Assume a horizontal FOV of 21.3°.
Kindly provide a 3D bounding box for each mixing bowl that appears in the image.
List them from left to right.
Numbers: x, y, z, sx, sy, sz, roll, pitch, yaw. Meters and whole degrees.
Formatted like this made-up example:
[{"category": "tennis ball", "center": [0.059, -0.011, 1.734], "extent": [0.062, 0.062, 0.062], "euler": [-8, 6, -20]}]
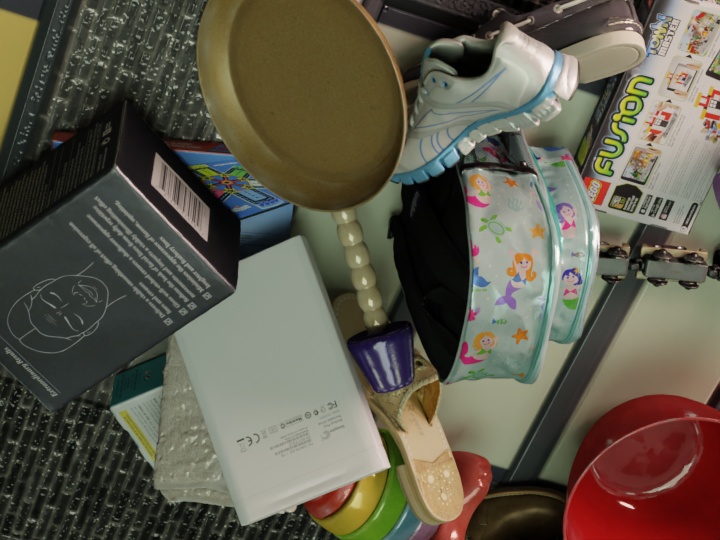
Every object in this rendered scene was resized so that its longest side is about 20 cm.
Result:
[{"category": "mixing bowl", "center": [0.263, 0.185, 1.691], "extent": [0.199, 0.109, 0.201], "euler": [-4, 119, -7]}]

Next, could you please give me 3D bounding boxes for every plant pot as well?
[{"category": "plant pot", "center": [-0.041, -0.142, 1.464], "extent": [0.199, 0.027, 0.201], "euler": [20, 126, 31]}]

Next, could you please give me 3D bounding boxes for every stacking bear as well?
[{"category": "stacking bear", "center": [-0.005, 0.183, 1.668], "extent": [0.199, 0.114, 0.122], "euler": [25, 82, -30]}]

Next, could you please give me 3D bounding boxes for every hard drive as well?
[{"category": "hard drive", "center": [-0.070, 0.089, 1.558], "extent": [0.131, 0.027, 0.201], "euler": [-23, 80, 14]}]

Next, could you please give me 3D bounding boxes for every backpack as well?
[{"category": "backpack", "center": [0.105, -0.007, 1.508], "extent": [0.150, 0.200, 0.178], "euler": [4, 123, -8]}]

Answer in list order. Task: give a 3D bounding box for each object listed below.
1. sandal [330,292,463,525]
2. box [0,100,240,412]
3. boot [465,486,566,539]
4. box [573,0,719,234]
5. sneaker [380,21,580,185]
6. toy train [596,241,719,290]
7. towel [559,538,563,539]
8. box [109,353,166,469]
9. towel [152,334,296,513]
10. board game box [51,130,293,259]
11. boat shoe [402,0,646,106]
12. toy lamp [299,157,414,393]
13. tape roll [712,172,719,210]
[{"category": "sandal", "center": [0.049, 0.107, 1.611], "extent": [0.069, 0.077, 0.213], "euler": [-25, 88, 45]}, {"category": "box", "center": [-0.217, -0.009, 1.533], "extent": [0.199, 0.107, 0.149], "euler": [-32, 119, 19]}, {"category": "boot", "center": [0.102, 0.254, 1.762], "extent": [0.199, 0.076, 0.074], "euler": [-14, 122, 7]}, {"category": "box", "center": [0.248, -0.130, 1.528], "extent": [0.109, 0.035, 0.201], "euler": [14, 123, -11]}, {"category": "sneaker", "center": [0.066, -0.134, 1.435], "extent": [0.087, 0.075, 0.200], "euler": [36, 138, -27]}, {"category": "toy train", "center": [0.257, -0.006, 1.607], "extent": [0.199, 0.046, 0.034], "euler": [4, 112, -7]}, {"category": "towel", "center": [0.114, 0.285, 1.758], "extent": [0.199, 0.144, 0.023], "euler": [-22, 84, 14]}, {"category": "box", "center": [-0.112, 0.097, 1.664], "extent": [0.199, 0.049, 0.083], "euler": [-23, 122, 13]}, {"category": "towel", "center": [-0.104, 0.098, 1.598], "extent": [0.132, 0.034, 0.201], "euler": [4, 88, 16]}, {"category": "board game box", "center": [-0.154, -0.060, 1.576], "extent": [0.199, 0.019, 0.103], "euler": [5, 125, -4]}, {"category": "boat shoe", "center": [0.123, -0.172, 1.493], "extent": [0.199, 0.063, 0.073], "euler": [-12, 159, 20]}, {"category": "toy lamp", "center": [0.000, 0.000, 1.553], "extent": [0.058, 0.058, 0.201], "euler": [-15, 96, 9]}, {"category": "tape roll", "center": [0.367, -0.012, 1.512], "extent": [0.085, 0.200, 0.200], "euler": [-32, 119, 19]}]
